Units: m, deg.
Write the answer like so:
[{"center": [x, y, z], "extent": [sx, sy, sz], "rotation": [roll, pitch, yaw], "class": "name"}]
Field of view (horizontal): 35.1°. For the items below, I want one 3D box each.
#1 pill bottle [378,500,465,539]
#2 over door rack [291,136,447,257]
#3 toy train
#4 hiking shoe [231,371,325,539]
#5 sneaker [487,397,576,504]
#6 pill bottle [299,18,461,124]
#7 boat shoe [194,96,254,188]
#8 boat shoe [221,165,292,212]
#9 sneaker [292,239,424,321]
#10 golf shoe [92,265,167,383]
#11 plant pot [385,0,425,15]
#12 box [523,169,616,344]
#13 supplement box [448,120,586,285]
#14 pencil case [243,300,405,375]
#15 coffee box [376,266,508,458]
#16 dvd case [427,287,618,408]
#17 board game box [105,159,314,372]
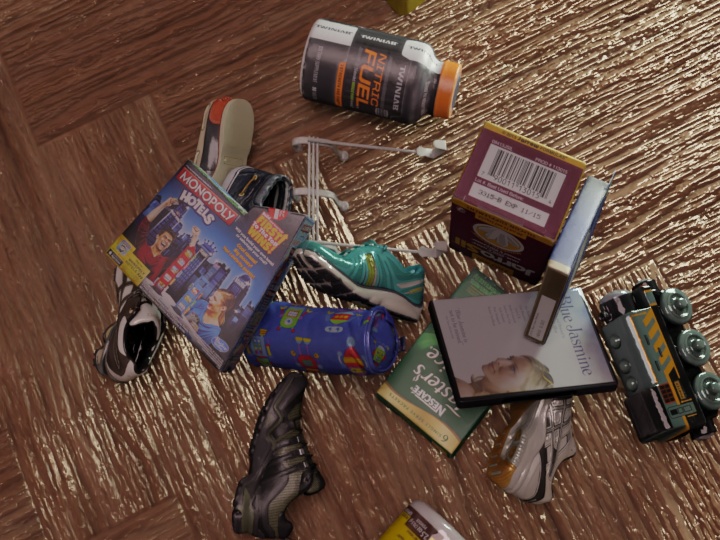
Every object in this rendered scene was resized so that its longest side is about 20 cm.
[{"center": [0.037, 0.368, 1.288], "extent": [0.109, 0.109, 0.200], "rotation": [41, 80, 13], "class": "pill bottle"}, {"center": [0.009, -0.088, 1.442], "extent": [0.196, 0.067, 0.151], "rotation": [1, 76, -8], "class": "over door rack"}, {"center": [0.350, 0.108, 1.337], "extent": [0.112, 0.085, 0.203], "rotation": [-9, 72, -29], "class": "toy train"}, {"center": [-0.086, 0.225, 1.363], "extent": [0.099, 0.076, 0.203], "rotation": [19, 81, -6], "class": "hiking shoe"}, {"center": [0.223, 0.183, 1.357], "extent": [0.087, 0.075, 0.202], "rotation": [35, 69, -18], "class": "sneaker"}, {"center": [0.029, -0.251, 1.459], "extent": [0.197, 0.106, 0.108], "rotation": [14, 76, 7], "class": "pill bottle"}, {"center": [-0.186, -0.123, 1.461], "extent": [0.062, 0.071, 0.204], "rotation": [9, 88, 44], "class": "boat shoe"}, {"center": [-0.152, -0.033, 1.404], "extent": [0.090, 0.070, 0.203], "rotation": [11, 80, 46], "class": "boat shoe"}, {"center": [0.000, 0.000, 1.370], "extent": [0.077, 0.198, 0.081], "rotation": [3, 75, 50], "class": "sneaker"}, {"center": [-0.262, 0.040, 1.397], "extent": [0.077, 0.094, 0.204], "rotation": [16, 79, -35], "class": "golf shoe"}, {"center": [0.066, -0.501, 1.488], "extent": [0.199, 0.177, 0.201], "rotation": [-38, 75, -7], "class": "plant pot"}, {"center": [0.247, -0.023, 1.339], "extent": [0.032, 0.122, 0.201], "rotation": [23, 48, 13], "class": "box"}, {"center": [0.180, -0.075, 1.352], "extent": [0.129, 0.200, 0.104], "rotation": [23, 78, 10], "class": "supplement box"}, {"center": [-0.047, 0.077, 1.352], "extent": [0.197, 0.078, 0.088], "rotation": [1, 54, 32], "class": "pencil case"}, {"center": [0.125, 0.112, 1.385], "extent": [0.123, 0.044, 0.201], "rotation": [39, 80, 12], "class": "coffee box"}, {"center": [0.189, 0.088, 1.330], "extent": [0.196, 0.018, 0.144], "rotation": [-4, 52, -14], "class": "dvd case"}, {"center": [-0.160, -0.022, 1.338], "extent": [0.200, 0.062, 0.200], "rotation": [44, 91, 8], "class": "board game box"}]
